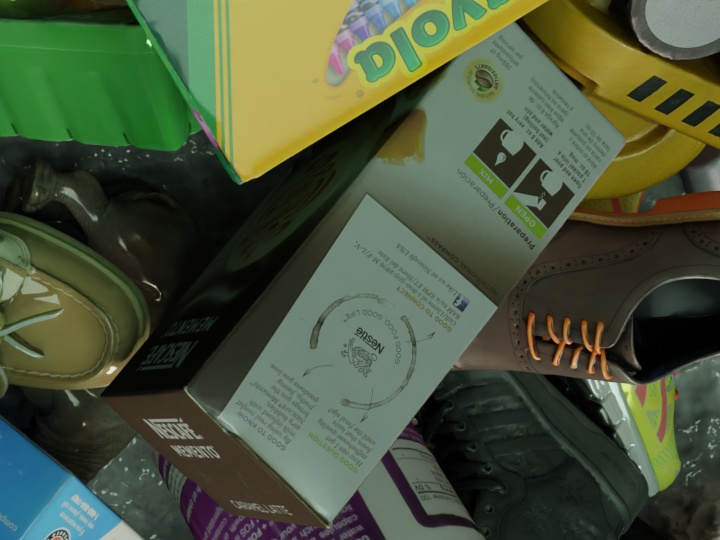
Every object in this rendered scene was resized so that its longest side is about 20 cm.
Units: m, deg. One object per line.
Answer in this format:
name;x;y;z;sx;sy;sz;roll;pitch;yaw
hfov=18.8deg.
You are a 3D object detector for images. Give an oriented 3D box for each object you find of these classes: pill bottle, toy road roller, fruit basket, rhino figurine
pill bottle;-0.008;0.121;0.950;0.112;0.201;0.113;-23;148;-15
toy road roller;0.150;-0.097;0.967;0.199;0.123;0.146;21;123;-26
fruit basket;-0.112;-0.151;0.834;0.094;0.184;0.202;-36;125;-49
rhino figurine;-0.133;0.044;0.973;0.087;0.060;0.201;12;113;-20

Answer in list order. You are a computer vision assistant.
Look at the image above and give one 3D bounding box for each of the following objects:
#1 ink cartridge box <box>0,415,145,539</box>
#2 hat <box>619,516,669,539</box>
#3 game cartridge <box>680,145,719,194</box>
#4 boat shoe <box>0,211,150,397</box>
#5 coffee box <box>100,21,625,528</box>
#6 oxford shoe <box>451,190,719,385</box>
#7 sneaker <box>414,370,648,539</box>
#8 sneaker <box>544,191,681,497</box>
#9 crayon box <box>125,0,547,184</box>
ink cartridge box;-0.183;0.162;0.888;0.200;0.068;0.116;-52;155;-11
hat;0.120;0.173;1.096;0.200;0.201;0.081;-41;84;5
game cartridge;0.257;-0.056;1.069;0.199;0.042;0.134;-25;126;-5
boat shoe;-0.186;0.009;0.893;0.198;0.063;0.074;15;108;3
coffee box;0.000;0.000;0.875;0.080;0.114;0.200;44;71;-14
oxford shoe;0.092;0.014;0.940;0.198;0.073;0.072;-12;121;12
sneaker;0.060;0.100;1.006;0.200;0.060;0.104;41;62;-3
sneaker;0.129;0.025;1.046;0.090;0.078;0.201;-33;127;-13
crayon box;0.009;-0.135;0.756;0.199;0.058;0.119;-31;115;-1
